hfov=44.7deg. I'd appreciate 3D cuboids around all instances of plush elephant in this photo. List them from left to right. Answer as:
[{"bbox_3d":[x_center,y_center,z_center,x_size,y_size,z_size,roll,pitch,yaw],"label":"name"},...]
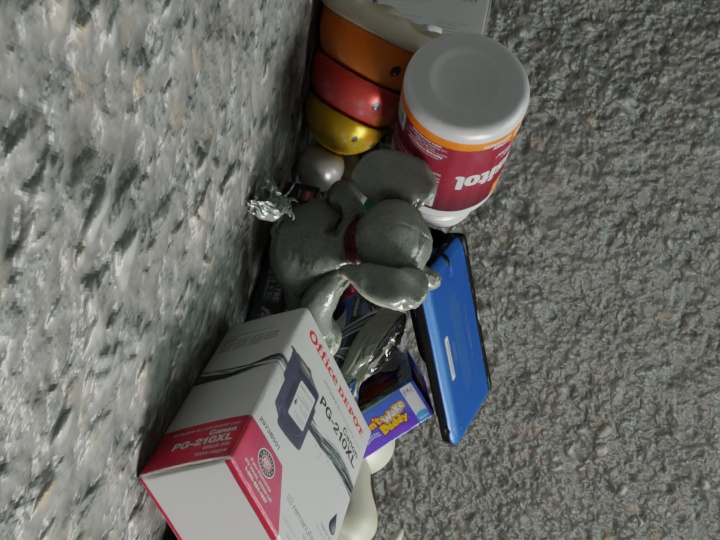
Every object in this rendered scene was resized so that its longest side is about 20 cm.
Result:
[{"bbox_3d":[0.006,-0.018,0.799,0.200,0.154,0.165,55,46,-58],"label":"plush elephant"}]

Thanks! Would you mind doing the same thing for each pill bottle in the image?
[{"bbox_3d":[0.087,-0.123,0.843,0.200,0.112,0.113,98,6,-66],"label":"pill bottle"}]

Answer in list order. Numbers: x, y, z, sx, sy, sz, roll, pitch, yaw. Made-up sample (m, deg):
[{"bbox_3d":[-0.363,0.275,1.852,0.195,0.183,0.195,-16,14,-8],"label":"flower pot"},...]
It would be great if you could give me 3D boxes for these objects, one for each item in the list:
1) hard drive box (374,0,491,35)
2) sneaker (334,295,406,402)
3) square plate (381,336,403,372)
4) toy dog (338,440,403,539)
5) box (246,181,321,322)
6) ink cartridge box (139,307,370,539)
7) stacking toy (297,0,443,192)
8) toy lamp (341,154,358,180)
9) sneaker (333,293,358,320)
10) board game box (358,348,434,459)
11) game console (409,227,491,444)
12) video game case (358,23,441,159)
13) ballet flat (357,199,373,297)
[{"bbox_3d":[0.083,-0.286,1.184,0.077,0.155,0.201,71,32,-77],"label":"hard drive box"},{"bbox_3d":[-0.039,0.107,0.910,0.200,0.085,0.077,-50,156,-23],"label":"sneaker"},{"bbox_3d":[0.009,0.034,1.124,0.198,0.028,0.201,158,-67,-63],"label":"square plate"},{"bbox_3d":[-0.021,0.275,1.190,0.140,0.193,0.201,74,33,-50],"label":"toy dog"},{"bbox_3d":[-0.077,0.023,0.897,0.110,0.035,0.201,85,18,-68],"label":"box"},{"bbox_3d":[-0.073,0.145,0.707,0.145,0.084,0.200,65,23,-22],"label":"ink cartridge box"},{"bbox_3d":[-0.006,-0.169,0.890,0.201,0.146,0.146,-64,178,19],"label":"stacking toy"},{"bbox_3d":[-0.011,-0.120,0.983,0.058,0.058,0.201,87,0,-65],"label":"toy lamp"},{"bbox_3d":[-0.067,0.111,1.004,0.115,0.080,0.200,77,32,-82],"label":"sneaker"},{"bbox_3d":[0.013,0.162,1.025,0.045,0.134,0.200,57,3,-3],"label":"board game box"},{"bbox_3d":[0.069,0.062,0.967,0.171,0.118,0.201,-44,128,-51],"label":"game console"},{"bbox_3d":[0.025,-0.191,1.027,0.200,0.024,0.183,-152,-109,-65],"label":"video game case"},{"bbox_3d":[0.000,0.000,1.045,0.075,0.067,0.201,-45,144,-76],"label":"ballet flat"}]
